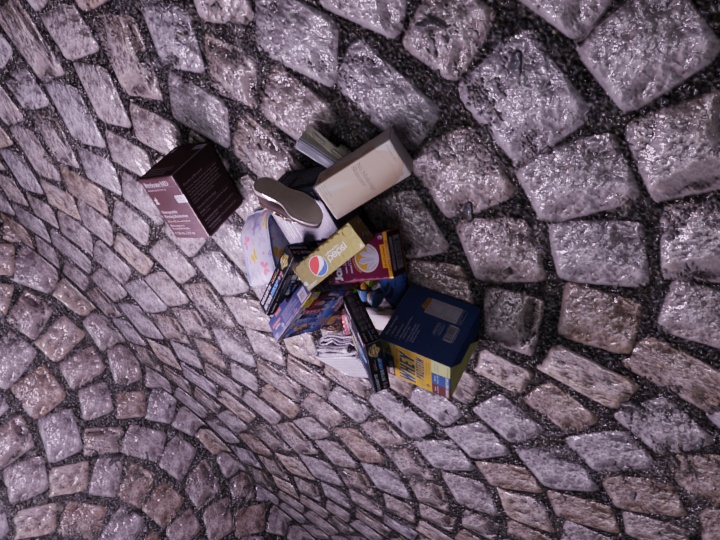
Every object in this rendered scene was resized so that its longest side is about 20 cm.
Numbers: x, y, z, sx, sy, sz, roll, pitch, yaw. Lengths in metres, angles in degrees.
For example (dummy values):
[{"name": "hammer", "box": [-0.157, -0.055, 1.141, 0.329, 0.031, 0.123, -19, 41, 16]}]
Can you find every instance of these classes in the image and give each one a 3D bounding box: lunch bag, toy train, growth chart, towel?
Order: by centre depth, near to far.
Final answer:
[{"name": "toy train", "box": [0.000, 0.000, 1.570, 0.115, 0.084, 0.203, 32, 147, 36]}, {"name": "growth chart", "box": [0.059, 0.137, 1.675, 0.141, 0.018, 0.200, 6, 161, 20]}, {"name": "lunch bag", "box": [-0.244, -0.071, 1.686, 0.168, 0.125, 0.206, -13, 92, 50]}, {"name": "towel", "box": [-0.021, 0.258, 1.860, 0.164, 0.088, 0.197, 35, 151, -34]}]

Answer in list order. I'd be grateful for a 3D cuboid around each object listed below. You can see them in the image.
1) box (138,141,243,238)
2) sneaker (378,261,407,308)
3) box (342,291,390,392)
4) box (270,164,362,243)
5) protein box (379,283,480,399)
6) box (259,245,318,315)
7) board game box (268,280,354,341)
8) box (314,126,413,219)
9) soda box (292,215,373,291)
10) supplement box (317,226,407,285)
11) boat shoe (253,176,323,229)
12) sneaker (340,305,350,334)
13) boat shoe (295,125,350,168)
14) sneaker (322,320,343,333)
[{"name": "box", "box": [-0.466, -0.220, 1.680, 0.163, 0.165, 0.203, 2, 132, 38]}, {"name": "sneaker", "box": [0.091, 0.020, 1.551, 0.077, 0.066, 0.203, 1, 129, 31]}, {"name": "box", "box": [0.014, 0.177, 1.516, 0.201, 0.045, 0.162, -119, 14, -52]}, {"name": "box", "box": [-0.120, -0.163, 1.497, 0.197, 0.108, 0.150, -2, 128, 42]}, {"name": "protein box", "box": [0.177, 0.175, 1.535, 0.196, 0.200, 0.137, 18, 142, 24]}, {"name": "box", "box": [-0.160, 0.025, 1.591, 0.046, 0.156, 0.203, 49, 126, 32]}, {"name": "board game box", "box": [-0.111, 0.092, 1.589, 0.201, 0.197, 0.062, -51, 59, 34]}, {"name": "box", "box": [0.008, -0.207, 1.296, 0.197, 0.078, 0.096, -30, 113, 23]}, {"name": "soda box", "box": [-0.065, -0.040, 1.415, 0.199, 0.064, 0.068, -37, 94, 29]}, {"name": "supplement box", "box": [0.004, -0.033, 1.471, 0.195, 0.085, 0.114, -7, 97, 30]}, {"name": "boat shoe", "box": [-0.165, -0.147, 1.404, 0.197, 0.072, 0.060, 29, 149, 20]}, {"name": "sneaker", "box": [-0.018, 0.111, 1.737, 0.084, 0.075, 0.202, -10, 147, 2]}, {"name": "boat shoe", "box": [-0.052, -0.256, 1.373, 0.197, 0.072, 0.063, 29, 101, -9]}, {"name": "sneaker", "box": [-0.110, 0.148, 1.868, 0.197, 0.072, 0.075, 23, 171, 42]}]
